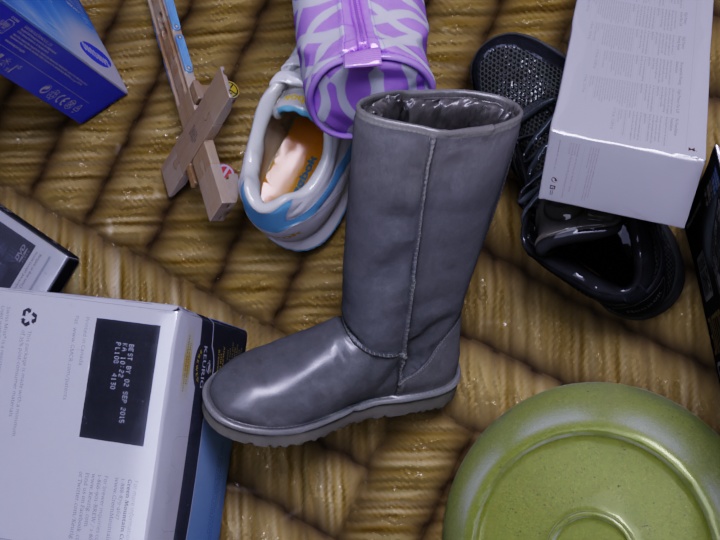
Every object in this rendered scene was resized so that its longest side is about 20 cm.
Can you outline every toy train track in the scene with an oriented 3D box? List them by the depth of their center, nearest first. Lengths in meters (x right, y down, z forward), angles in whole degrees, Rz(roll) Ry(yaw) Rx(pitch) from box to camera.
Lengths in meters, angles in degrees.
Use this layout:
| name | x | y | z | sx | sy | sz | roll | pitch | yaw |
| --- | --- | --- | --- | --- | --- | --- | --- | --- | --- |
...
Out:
| name | x | y | z | sx | sy | sz | roll | pitch | yaw |
| --- | --- | --- | --- | --- | --- | --- | --- | --- | --- |
| toy train track | -0.107 | -0.126 | 0.887 | 0.032 | 0.115 | 0.202 | -4 | 64 | -32 |

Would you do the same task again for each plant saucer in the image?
| name | x | y | z | sx | sy | sz | roll | pitch | yaw |
| --- | --- | --- | --- | --- | --- | --- | --- | --- | --- |
| plant saucer | 0.138 | 0.168 | 0.789 | 0.197 | 0.031 | 0.203 | -1 | 87 | 21 |

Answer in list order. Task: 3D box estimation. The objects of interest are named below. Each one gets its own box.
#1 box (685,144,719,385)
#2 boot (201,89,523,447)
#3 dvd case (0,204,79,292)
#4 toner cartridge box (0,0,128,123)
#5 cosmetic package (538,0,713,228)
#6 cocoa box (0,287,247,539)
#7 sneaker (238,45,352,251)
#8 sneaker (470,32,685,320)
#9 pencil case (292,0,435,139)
| name | x | y | z | sx | sy | sz | roll | pitch | yaw |
| --- | --- | --- | --- | --- | --- | --- | --- | --- | --- |
| box | 0.220 | 0.025 | 0.720 | 0.049 | 0.200 | 0.160 | -11 | 82 | 7 |
| boot | -0.002 | -0.001 | 0.762 | 0.180 | 0.202 | 0.073 | -13 | 46 | -23 |
| dvd case | -0.311 | 0.004 | 0.929 | 0.199 | 0.025 | 0.151 | 32 | 90 | 14 |
| toner cartridge box | -0.218 | -0.165 | 0.841 | 0.043 | 0.200 | 0.096 | -30 | 78 | 6 |
| cosmetic package | 0.155 | -0.109 | 0.765 | 0.081 | 0.051 | 0.201 | 11 | 42 | 8 |
| cocoa box | -0.160 | 0.121 | 0.824 | 0.131 | 0.131 | 0.203 | 6 | 84 | 14 |
| sneaker | -0.019 | -0.115 | 0.852 | 0.076 | 0.081 | 0.203 | 16 | 82 | 15 |
| sneaker | 0.121 | -0.064 | 0.797 | 0.076 | 0.114 | 0.201 | -30 | 75 | 17 |
| pencil case | -0.003 | -0.177 | 0.798 | 0.083 | 0.086 | 0.202 | -6 | 61 | -5 |
